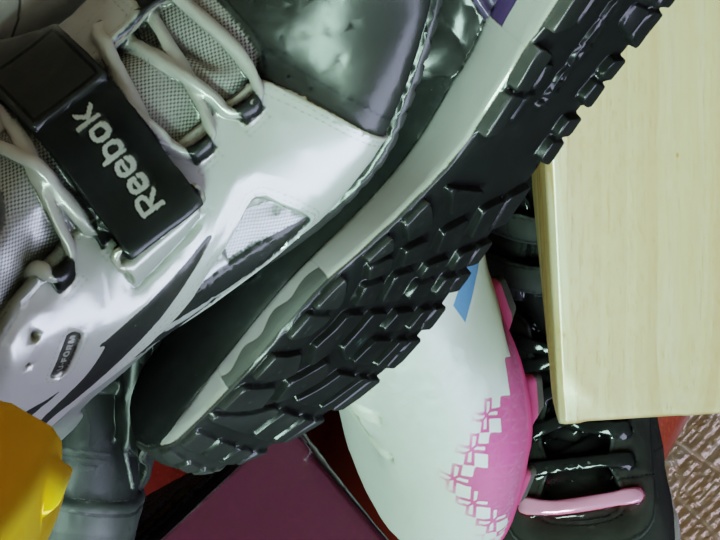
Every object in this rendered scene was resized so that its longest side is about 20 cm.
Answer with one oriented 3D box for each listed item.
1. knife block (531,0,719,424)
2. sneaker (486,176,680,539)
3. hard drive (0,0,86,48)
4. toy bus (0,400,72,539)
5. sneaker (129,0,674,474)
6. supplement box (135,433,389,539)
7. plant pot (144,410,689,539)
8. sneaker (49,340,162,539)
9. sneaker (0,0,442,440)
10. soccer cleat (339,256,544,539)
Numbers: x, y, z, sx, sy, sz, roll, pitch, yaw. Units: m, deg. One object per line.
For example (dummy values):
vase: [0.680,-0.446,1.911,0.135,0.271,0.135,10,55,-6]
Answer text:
knife block: [0.076,-0.080,0.793,0.064,0.201,0.176,-4,156,1]
sneaker: [0.058,0.025,0.894,0.070,0.201,0.099,-4,151,-1]
hard drive: [-0.055,-0.069,0.766,0.200,0.027,0.132,-38,166,-40]
toy bus: [-0.116,0.059,0.546,0.192,0.200,0.136,-62,174,36]
sneaker: [-0.002,-0.044,0.741,0.200,0.088,0.076,-51,159,7]
supplement box: [-0.050,0.131,0.950,0.086,0.110,0.200,-42,-176,-26]
plant pot: [0.038,0.030,1.085,0.195,0.201,0.201,-50,172,-32]
sneaker: [-0.083,0.025,0.871,0.200,0.060,0.105,-136,-124,-76]
sneaker: [-0.060,-0.017,0.670,0.200,0.074,0.088,-48,168,16]
soccer cleat: [0.000,0.000,0.830,0.086,0.070,0.201,-25,122,-38]
